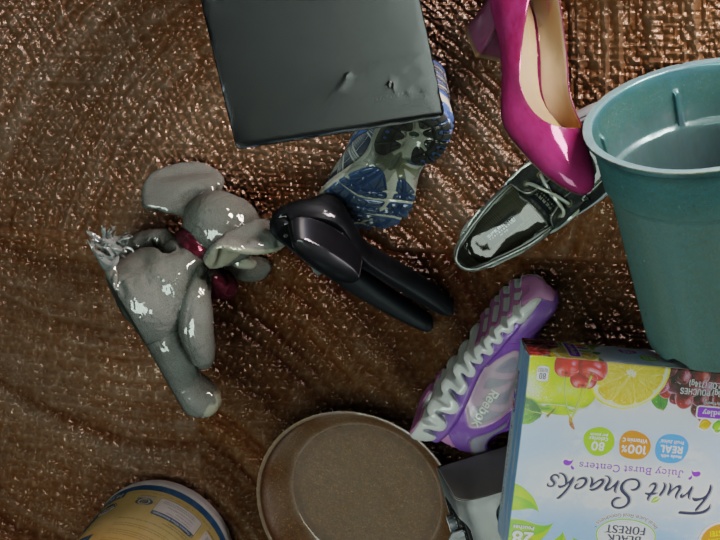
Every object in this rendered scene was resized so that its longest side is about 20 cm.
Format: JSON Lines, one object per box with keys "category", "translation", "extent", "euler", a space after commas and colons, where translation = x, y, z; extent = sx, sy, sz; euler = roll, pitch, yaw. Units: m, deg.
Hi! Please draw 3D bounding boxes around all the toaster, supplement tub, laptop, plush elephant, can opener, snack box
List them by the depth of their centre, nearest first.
{"category": "snack box", "translation": [0.221, 0.152, 1.678], "extent": [0.198, 0.068, 0.170], "euler": [6, 101, -3]}
{"category": "laptop", "translation": [-0.026, -0.225, 1.686], "extent": [0.186, 0.201, 0.116], "euler": [-7, 141, 20]}
{"category": "can opener", "translation": [0.000, 0.000, 1.775], "extent": [0.063, 0.079, 0.200], "euler": [-25, 136, 34]}
{"category": "toaster", "translation": [0.181, 0.241, 1.790], "extent": [0.198, 0.119, 0.182], "euler": [-16, 104, 0]}
{"category": "plush elephant", "translation": [-0.144, -0.006, 1.814], "extent": [0.154, 0.165, 0.201], "euler": [-31, 140, -8]}
{"category": "supplement tub", "translation": [-0.215, 0.302, 1.924], "extent": [0.143, 0.200, 0.146], "euler": [7, 114, 15]}

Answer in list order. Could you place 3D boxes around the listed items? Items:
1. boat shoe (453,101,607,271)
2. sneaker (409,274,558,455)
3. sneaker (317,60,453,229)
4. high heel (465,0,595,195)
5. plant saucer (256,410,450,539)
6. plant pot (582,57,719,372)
{"category": "boat shoe", "translation": [0.158, -0.061, 1.722], "extent": [0.072, 0.071, 0.200], "euler": [43, 117, -3]}
{"category": "sneaker", "translation": [0.126, 0.091, 1.798], "extent": [0.088, 0.081, 0.201], "euler": [31, 123, -4]}
{"category": "sneaker", "translation": [0.026, -0.108, 1.751], "extent": [0.077, 0.086, 0.200], "euler": [22, 142, -19]}
{"category": "high heel", "translation": [0.152, -0.160, 1.640], "extent": [0.096, 0.067, 0.201], "euler": [-49, 58, 36]}
{"category": "plant saucer", "translation": [0.001, 0.215, 1.910], "extent": [0.199, 0.037, 0.202], "euler": [7, 114, 15]}
{"category": "plant pot", "translation": [0.288, -0.038, 1.630], "extent": [0.198, 0.201, 0.198], "euler": [-2, 119, 19]}
